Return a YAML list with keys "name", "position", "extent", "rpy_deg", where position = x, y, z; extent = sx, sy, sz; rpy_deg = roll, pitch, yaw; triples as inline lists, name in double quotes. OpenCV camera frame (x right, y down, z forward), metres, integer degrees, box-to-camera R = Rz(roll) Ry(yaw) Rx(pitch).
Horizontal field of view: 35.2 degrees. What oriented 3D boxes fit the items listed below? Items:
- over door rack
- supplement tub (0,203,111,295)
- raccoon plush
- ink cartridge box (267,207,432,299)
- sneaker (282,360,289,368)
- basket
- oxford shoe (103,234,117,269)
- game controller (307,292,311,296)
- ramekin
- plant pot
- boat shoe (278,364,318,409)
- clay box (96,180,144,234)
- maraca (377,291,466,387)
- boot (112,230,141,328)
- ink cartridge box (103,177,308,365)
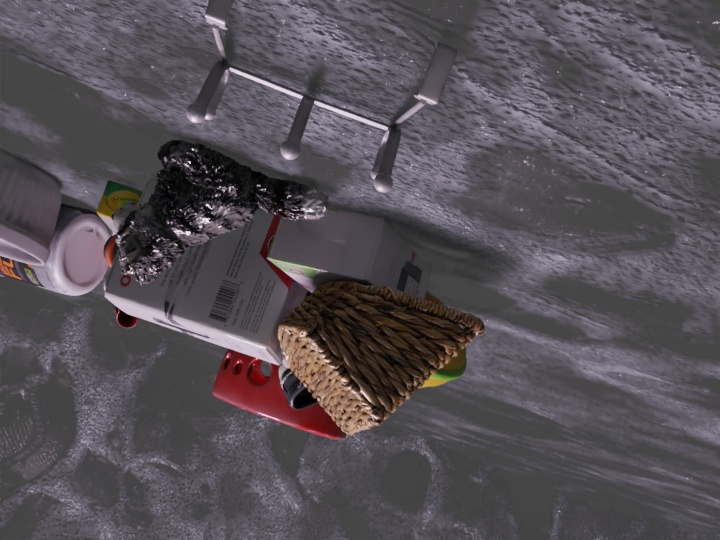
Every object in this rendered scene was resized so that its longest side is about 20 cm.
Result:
- name: "over door rack"
  position: [-0.035, -0.110, 0.734]
  extent: [0.146, 0.067, 0.200]
  rpy_deg: [19, 169, -5]
- name: "supplement tub"
  position: [-0.465, -0.042, 1.623]
  extent: [0.198, 0.124, 0.122]
  rpy_deg: [12, 167, 28]
- name: "raccoon plush"
  position: [-0.143, -0.039, 1.067]
  extent: [0.198, 0.136, 0.097]
  rpy_deg: [13, 167, 27]
- name: "ink cartridge box"
  position: [0.000, 0.000, 1.193]
  extent: [0.116, 0.068, 0.200]
  rpy_deg: [12, 166, 25]
- name: "sneaker"
  position: [-0.094, 0.051, 1.331]
  extent: [0.100, 0.078, 0.199]
  rpy_deg: [56, 161, -16]
- name: "basket"
  position: [0.010, 0.064, 1.153]
  extent: [0.143, 0.149, 0.200]
  rpy_deg: [49, 166, 3]
- name: "oxford shoe"
  position: [-0.255, 0.000, 1.369]
  extent: [0.072, 0.072, 0.200]
  rpy_deg: [17, 169, 30]
- name: "game controller"
  position: [-0.012, 0.078, 1.494]
  extent: [0.198, 0.105, 0.042]
  rpy_deg: [24, 144, -21]
- name: "ramekin"
  position: [-0.483, -0.091, 1.467]
  extent: [0.198, 0.106, 0.200]
  rpy_deg: [18, 168, 4]
- name: "plant pot"
  position: [-0.085, 0.120, 1.578]
  extent: [0.198, 0.185, 0.200]
  rpy_deg: [21, 175, 2]
- name: "boat shoe"
  position: [-0.009, 0.124, 1.424]
  extent: [0.197, 0.067, 0.075]
  rpy_deg: [-16, 131, 6]
- name: "clay box"
  position: [-0.210, -0.045, 1.378]
  extent: [0.197, 0.048, 0.115]
  rpy_deg: [17, 169, 3]
- name: "maraca"
  position: [0.040, 0.065, 1.345]
  extent: [0.199, 0.108, 0.137]
  rpy_deg: [33, -160, 8]
- name: "boot"
  position: [-0.312, 0.005, 1.540]
  extent: [0.072, 0.146, 0.199]
  rpy_deg: [21, 170, -22]
- name: "ink cartridge box"
  position: [-0.161, 0.000, 1.250]
  extent: [0.197, 0.146, 0.084]
  rpy_deg: [17, 165, 12]
